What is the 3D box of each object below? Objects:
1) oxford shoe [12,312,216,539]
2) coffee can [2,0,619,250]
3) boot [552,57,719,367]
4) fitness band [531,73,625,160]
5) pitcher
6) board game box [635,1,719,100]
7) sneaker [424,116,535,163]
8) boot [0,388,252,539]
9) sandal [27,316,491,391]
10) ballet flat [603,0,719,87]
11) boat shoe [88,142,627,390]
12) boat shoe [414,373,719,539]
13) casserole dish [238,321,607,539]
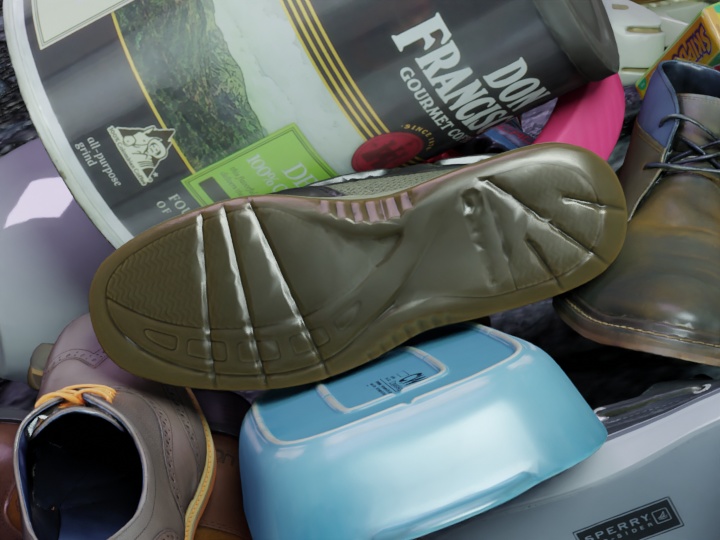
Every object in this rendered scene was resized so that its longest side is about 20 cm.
[{"bbox_3d":[-0.091,0.064,0.685,0.071,0.073,0.200,-12,34,-3],"label":"oxford shoe"},{"bbox_3d":[-0.018,-0.101,0.747,0.199,0.147,0.147,-25,24,16],"label":"coffee can"},{"bbox_3d":[0.119,-0.026,0.727,0.074,0.097,0.200,13,12,0],"label":"boot"},{"bbox_3d":[0.037,-0.068,0.827,0.143,0.037,0.200,-34,32,2],"label":"fitness band"},{"bbox_3d":[-0.108,-0.025,0.938,0.199,0.122,0.171,-21,20,-24],"label":"pitcher"},{"bbox_3d":[0.236,-0.128,0.906,0.199,0.030,0.096,-23,-10,-16],"label":"board game box"},{"bbox_3d":[0.049,-0.068,0.943,0.095,0.080,0.200,-31,28,-24],"label":"sneaker"},{"bbox_3d":[-0.121,0.135,0.713,0.187,0.069,0.200,-6,32,1],"label":"boot"},{"bbox_3d":[-0.045,0.022,0.805,0.199,0.054,0.080,-5,-7,4],"label":"sandal"},{"bbox_3d":[0.142,-0.125,0.957,0.200,0.071,0.065,-21,31,-37],"label":"ballet flat"},{"bbox_3d":[0.000,0.000,0.707,0.199,0.074,0.065,-10,0,3],"label":"boat shoe"},{"bbox_3d":[0.111,0.068,0.658,0.199,0.070,0.066,-22,26,14],"label":"boat shoe"},{"bbox_3d":[0.012,0.054,0.660,0.121,0.039,0.200,-21,6,-5],"label":"casserole dish"}]
